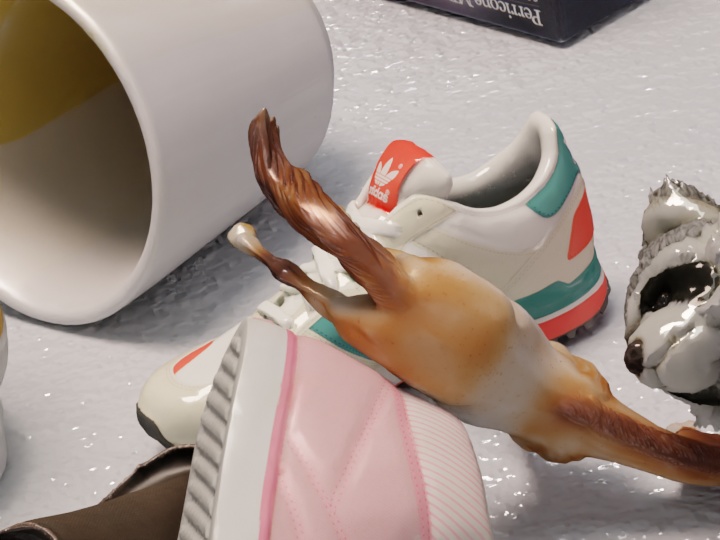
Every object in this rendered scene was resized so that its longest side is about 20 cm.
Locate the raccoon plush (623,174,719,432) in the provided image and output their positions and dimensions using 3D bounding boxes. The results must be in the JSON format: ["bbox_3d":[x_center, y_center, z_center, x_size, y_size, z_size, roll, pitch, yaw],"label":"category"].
[{"bbox_3d":[0.180,0.027,0.964,0.199,0.097,0.134,8,15,-32],"label":"raccoon plush"}]

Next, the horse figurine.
[{"bbox_3d":[0.034,0.022,1.003,0.050,0.200,0.132,-56,36,-2],"label":"horse figurine"}]

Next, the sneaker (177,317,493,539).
[{"bbox_3d":[-0.011,0.112,0.917,0.104,0.075,0.201,21,51,-12],"label":"sneaker"}]

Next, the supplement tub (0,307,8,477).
[{"bbox_3d":[-0.210,-0.005,1.067,0.144,0.201,0.145,-8,28,5],"label":"supplement tub"}]

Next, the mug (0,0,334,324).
[{"bbox_3d":[-0.095,-0.090,1.226,0.149,0.188,0.153,-10,12,44],"label":"mug"}]

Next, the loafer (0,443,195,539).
[{"bbox_3d":[-0.089,0.110,0.952,0.073,0.072,0.200,6,32,27],"label":"loafer"}]

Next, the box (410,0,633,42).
[{"bbox_3d":[0.052,-0.237,1.411,0.123,0.199,0.199,-33,35,-32],"label":"box"}]

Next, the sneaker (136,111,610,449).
[{"bbox_3d":[0.001,0.000,1.101,0.199,0.094,0.070,-20,29,-19],"label":"sneaker"}]
